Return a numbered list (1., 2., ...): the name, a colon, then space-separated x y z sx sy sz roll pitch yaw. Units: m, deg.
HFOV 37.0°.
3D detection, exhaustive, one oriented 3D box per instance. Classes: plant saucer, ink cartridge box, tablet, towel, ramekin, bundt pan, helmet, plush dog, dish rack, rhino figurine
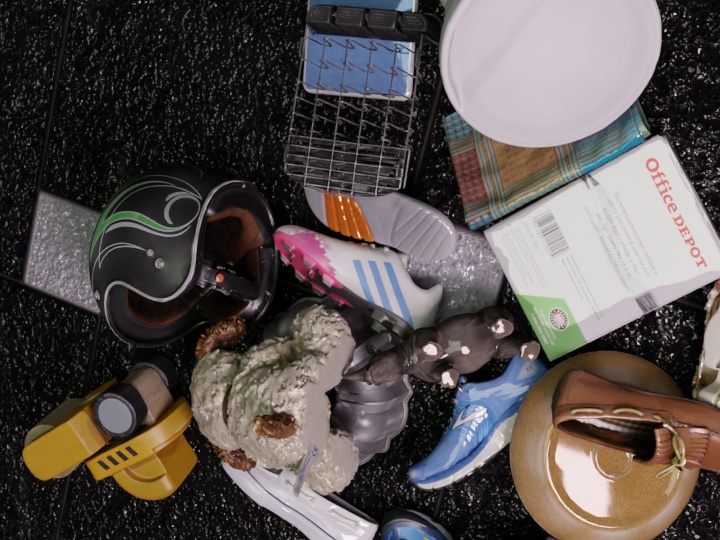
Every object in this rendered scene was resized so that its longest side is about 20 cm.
1. plant saucer: 0.249 0.183 1.073 0.196 0.035 0.204 0 90 -3
2. ink cartridge box: 0.245 -0.025 1.060 0.198 0.084 0.148 -28 88 22
3. tablet: 0.002 -0.289 1.156 0.128 0.014 0.204 8 100 21
4. towel: 0.177 -0.142 1.064 0.198 0.022 0.149 -27 52 23
5. ramekin: 0.164 -0.220 0.976 0.198 0.095 0.205 -3 133 -3
6. bundt pan: -0.045 0.133 1.205 0.198 0.076 0.206 3 100 20
7. helmet: -0.203 -0.016 1.185 0.188 0.199 0.204 -2 98 34
8. plush dog: -0.107 0.141 1.116 0.170 0.159 0.204 3 100 36
9. dish rack: -0.001 -0.177 1.121 0.151 0.054 0.204 9 91 21
10. rhino figurine: 0.077 0.085 1.094 0.197 0.087 0.061 -16 101 -3

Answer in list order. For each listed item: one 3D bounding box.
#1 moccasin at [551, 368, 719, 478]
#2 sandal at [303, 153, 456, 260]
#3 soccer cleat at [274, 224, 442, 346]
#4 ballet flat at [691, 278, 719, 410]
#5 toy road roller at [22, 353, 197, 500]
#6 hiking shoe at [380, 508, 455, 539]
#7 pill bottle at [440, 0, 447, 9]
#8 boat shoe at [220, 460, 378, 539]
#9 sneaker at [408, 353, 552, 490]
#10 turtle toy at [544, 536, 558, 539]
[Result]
1. moccasin: 0.276 0.154 1.009 0.198 0.078 0.074 21 134 -3
2. sandal: 0.026 -0.069 1.154 0.205 0.059 0.080 27 127 28
3. soccer cleat: 0.000 0.000 1.172 0.199 0.070 0.087 35 69 9
4. ballet flat: 0.348 0.096 1.039 0.075 0.063 0.204 14 110 44
5. toy road roller: -0.287 0.209 1.291 0.198 0.123 0.147 -27 99 22
6. hiking shoe: 0.086 0.352 1.178 0.074 0.087 0.201 -38 83 22
7. pill bottle: 0.170 -0.313 1.033 0.199 0.112 0.113 -32 86 22
8. boat shoe: -0.066 0.255 1.243 0.199 0.074 0.067 37 95 3
9. sneaker: 0.124 0.158 1.149 0.200 0.078 0.090 -42 75 13
10. turtle toy: 0.201 0.338 1.122 0.197 0.101 0.148 -9 117 20
